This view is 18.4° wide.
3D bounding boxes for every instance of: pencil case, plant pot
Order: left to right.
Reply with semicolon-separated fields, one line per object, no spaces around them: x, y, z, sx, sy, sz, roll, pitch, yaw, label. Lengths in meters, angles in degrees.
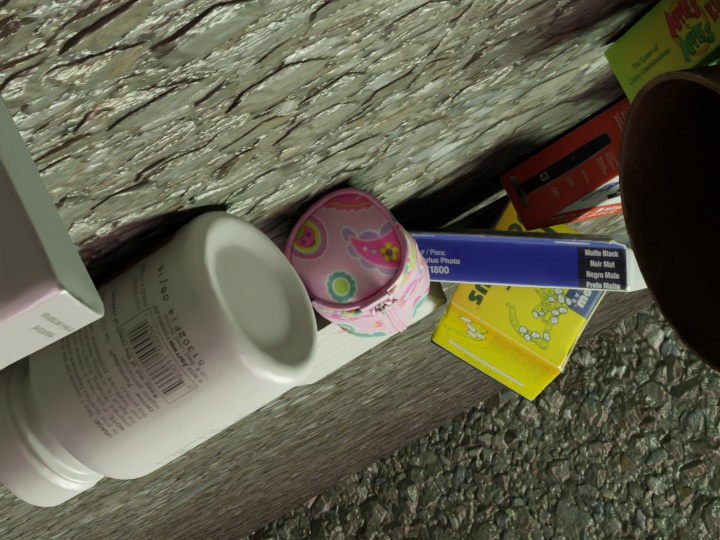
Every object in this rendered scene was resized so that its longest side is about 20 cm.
0.000;0.000;1.507;0.087;0.088;0.200;-28;173;2;pencil case
0.289;-0.053;1.333;0.199;0.188;0.187;-18;169;-22;plant pot

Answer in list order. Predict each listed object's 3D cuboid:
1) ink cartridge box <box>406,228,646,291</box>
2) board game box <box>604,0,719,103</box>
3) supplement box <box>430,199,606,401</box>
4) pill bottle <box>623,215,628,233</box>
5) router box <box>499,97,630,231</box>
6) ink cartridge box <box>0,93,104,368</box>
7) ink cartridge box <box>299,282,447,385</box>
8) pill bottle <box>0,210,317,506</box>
0.120;-0.009;1.676;0.198;0.041;0.200;3;-178;21;ink cartridge box
0.243;-0.171;1.363;0.101;0.048;0.200;-23;170;-29;board game box
0.138;0.027;1.893;0.109;0.109;0.200;-59;177;-11;supplement box
0.278;-0.057;1.607;0.199;0.112;0.111;-17;167;-48;pill bottle
0.225;-0.100;1.732;0.179;0.049;0.200;-32;171;26;router box
-0.194;-0.009;0.616;0.199;0.147;0.084;-27;173;-1;ink cartridge box
-0.038;0.050;1.841;0.160;0.050;0.200;-31;167;26;ink cartridge box
-0.133;0.059;1.331;0.199;0.115;0.114;-32;171;26;pill bottle
